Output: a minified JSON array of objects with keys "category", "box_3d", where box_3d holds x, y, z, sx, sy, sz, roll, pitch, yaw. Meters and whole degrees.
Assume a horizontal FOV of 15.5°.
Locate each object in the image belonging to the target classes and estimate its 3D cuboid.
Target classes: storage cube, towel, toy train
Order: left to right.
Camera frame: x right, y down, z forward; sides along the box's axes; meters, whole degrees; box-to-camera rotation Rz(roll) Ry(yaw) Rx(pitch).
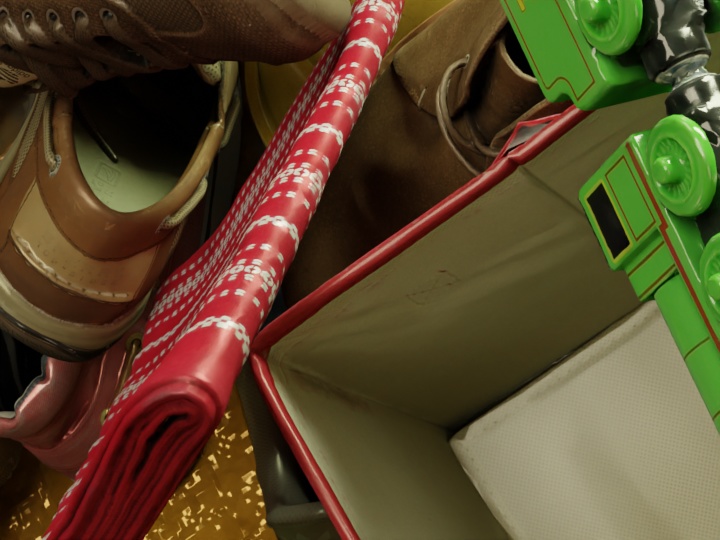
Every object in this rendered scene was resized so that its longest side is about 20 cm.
[{"category":"towel","box_3d":[-0.046,0.018,0.708,0.145,0.022,0.200,-56,7,37]},{"category":"toy train","box_3d":[0.079,-0.010,0.587,0.200,0.042,0.056,67,150,17]},{"category":"storage cube","box_3d":[0.110,0.056,0.689,0.171,0.180,0.200,-36,67,12]}]

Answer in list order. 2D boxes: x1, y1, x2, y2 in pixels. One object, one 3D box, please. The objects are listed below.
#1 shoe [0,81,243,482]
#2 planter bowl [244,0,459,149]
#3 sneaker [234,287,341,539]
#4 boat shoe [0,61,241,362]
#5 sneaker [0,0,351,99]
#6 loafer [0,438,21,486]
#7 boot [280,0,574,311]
[{"category":"shoe","box_3d":[-0.093,-0.028,0.893,0.071,0.091,0.200,-9,68,25]},{"category":"planter bowl","box_3d":[0.048,-0.110,0.814,0.200,0.084,0.201,-10,47,11]},{"category":"sneaker","box_3d":[0.000,0.000,0.834,0.075,0.090,0.200,-15,66,23]},{"category":"boat shoe","box_3d":[-0.067,-0.061,0.840,0.074,0.076,0.200,-49,23,42]},{"category":"sneaker","box_3d":[-0.079,-0.077,0.766,0.200,0.070,0.076,27,85,51]},{"category":"loafer","box_3d":[-0.186,0.108,0.908,0.200,0.067,0.076,-44,55,16]},{"category":"boot","box_3d":[0.035,-0.045,0.723,0.074,0.075,0.200,47,116,9]}]
